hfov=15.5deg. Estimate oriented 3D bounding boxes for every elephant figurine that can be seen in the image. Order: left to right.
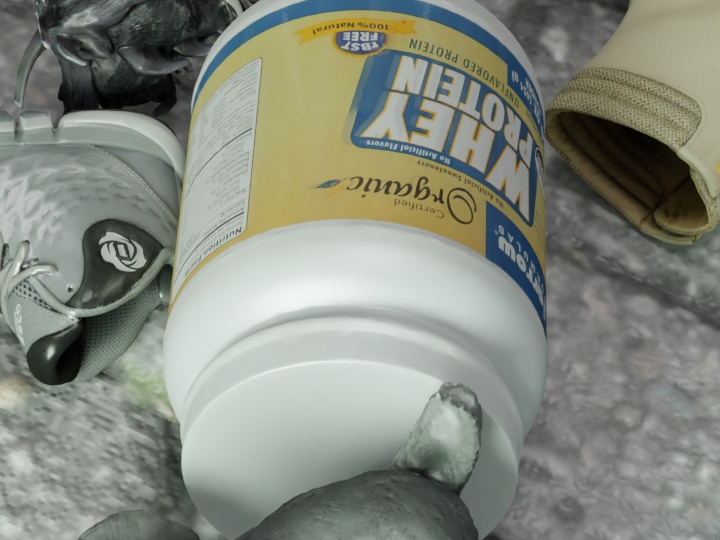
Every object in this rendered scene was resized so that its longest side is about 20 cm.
[{"bbox_3d":[-0.057,0.139,0.872,0.199,0.142,0.156,0,53,-17],"label":"elephant figurine"}]

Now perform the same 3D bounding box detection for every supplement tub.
[{"bbox_3d":[0.000,0.000,1.012,0.144,0.145,0.201,7,47,-5],"label":"supplement tub"}]

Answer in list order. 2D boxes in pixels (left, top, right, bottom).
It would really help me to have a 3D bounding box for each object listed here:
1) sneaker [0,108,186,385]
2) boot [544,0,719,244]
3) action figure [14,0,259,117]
[{"bbox_3d":[-0.154,-0.006,1.035,0.199,0.075,0.116,-5,51,-18],"label":"sneaker"},{"bbox_3d":[0.192,-0.063,1.163,0.199,0.073,0.156,31,53,8],"label":"boot"},{"bbox_3d":[-0.084,-0.126,1.134,0.199,0.119,0.102,-20,55,-42],"label":"action figure"}]
